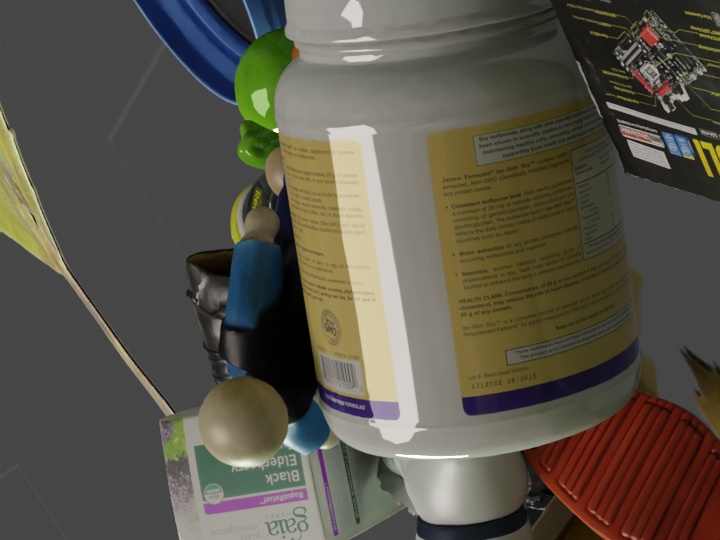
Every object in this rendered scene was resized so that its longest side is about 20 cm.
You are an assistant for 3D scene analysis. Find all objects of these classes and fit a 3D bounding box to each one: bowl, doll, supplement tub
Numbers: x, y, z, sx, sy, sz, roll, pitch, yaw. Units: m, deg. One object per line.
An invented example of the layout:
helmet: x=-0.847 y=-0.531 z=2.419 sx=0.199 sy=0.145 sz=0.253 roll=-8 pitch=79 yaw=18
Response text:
bowl: x=-0.098 y=-0.189 z=1.430 sx=0.201 sy=0.039 sz=0.201 roll=50 pitch=162 yaw=23
doll: x=-0.034 y=0.025 z=1.160 sx=0.200 sy=0.048 sz=0.137 roll=-74 pitch=-26 yaw=-57
supplement tub: x=0.041 y=-0.032 z=1.093 sx=0.145 sy=0.145 sz=0.200 roll=19 pitch=120 yaw=63

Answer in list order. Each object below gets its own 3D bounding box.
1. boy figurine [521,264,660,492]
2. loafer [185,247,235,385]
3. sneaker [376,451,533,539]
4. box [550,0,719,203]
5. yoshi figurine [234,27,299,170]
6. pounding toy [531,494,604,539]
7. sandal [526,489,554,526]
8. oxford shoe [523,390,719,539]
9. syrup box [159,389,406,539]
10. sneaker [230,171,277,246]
boy figurine: x=0.107 y=0.053 z=1.263 sx=0.124 sy=0.064 sz=0.200 roll=56 pitch=165 yaw=13
loafer: x=0.000 y=0.000 z=1.278 sx=0.072 sy=0.200 sz=0.073 roll=64 pitch=-161 yaw=-16
sneaker: x=0.046 y=0.079 z=1.245 sx=0.200 sy=0.076 sz=0.081 roll=-130 pitch=28 yaw=-76
box: x=0.139 y=-0.096 z=0.935 sx=0.200 sy=0.049 sz=0.160 roll=23 pitch=145 yaw=61
yoshi figurine: x=-0.021 y=-0.102 z=1.284 sx=0.200 sy=0.112 sz=0.112 roll=110 pitch=141 yaw=-72
pounding toy: x=0.107 y=0.201 z=1.227 sx=0.200 sy=0.184 sz=0.142 roll=26 pitch=150 yaw=23
sandal: x=0.096 y=0.130 z=1.425 sx=0.200 sy=0.076 sz=0.043 roll=28 pitch=120 yaw=57
oxford shoe: x=0.163 y=0.117 z=1.160 sx=0.200 sy=0.071 sz=0.073 roll=29 pitch=171 yaw=28
syrup box: x=-0.030 y=0.099 z=1.326 sx=0.200 sy=0.079 sz=0.082 roll=-9 pitch=-91 yaw=-73
sneaker: x=-0.014 y=0.023 z=1.516 sx=0.200 sy=0.074 sz=0.085 roll=54 pitch=162 yaw=9
